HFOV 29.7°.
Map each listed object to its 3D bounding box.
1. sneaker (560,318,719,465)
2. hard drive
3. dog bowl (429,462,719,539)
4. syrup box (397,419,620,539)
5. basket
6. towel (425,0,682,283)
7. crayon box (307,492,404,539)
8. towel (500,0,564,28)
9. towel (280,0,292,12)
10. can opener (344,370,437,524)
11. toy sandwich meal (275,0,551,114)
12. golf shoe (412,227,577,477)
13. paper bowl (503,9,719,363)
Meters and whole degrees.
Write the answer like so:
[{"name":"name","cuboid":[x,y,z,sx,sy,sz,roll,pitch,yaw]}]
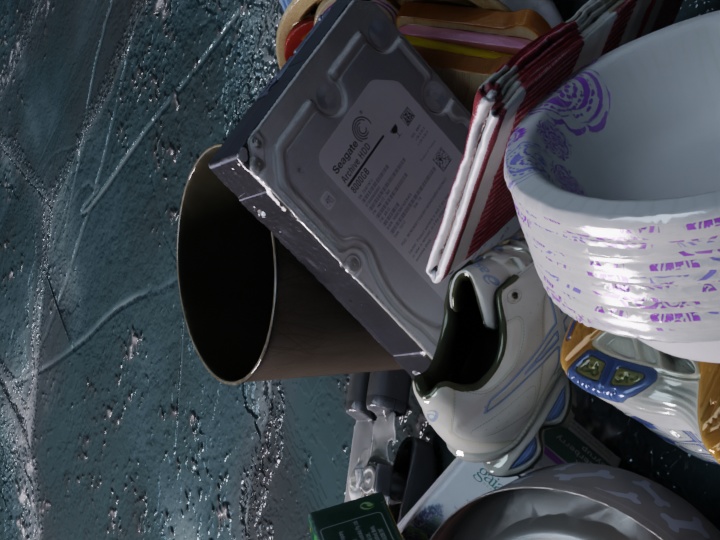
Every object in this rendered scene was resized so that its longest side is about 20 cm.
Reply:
[{"name":"sneaker","cuboid":[0.189,0.064,0.650,0.076,0.088,0.200,-58,38,0]},{"name":"hard drive","cuboid":[0.023,-0.043,0.795,0.038,0.200,0.140,-13,37,53]},{"name":"dog bowl","cuboid":[0.128,0.196,0.740,0.199,0.059,0.201,14,117,29]},{"name":"syrup box","cuboid":[0.070,0.170,0.858,0.079,0.081,0.200,40,126,6]},{"name":"basket","cuboid":[0.000,0.000,0.891,0.181,0.199,0.137,53,132,50]},{"name":"towel","cuboid":[0.110,-0.092,0.739,0.023,0.200,0.144,38,146,18]},{"name":"crayon box","cuboid":[0.022,0.251,0.797,0.126,0.051,0.201,-122,19,-66]},{"name":"towel","cuboid":[0.047,-0.203,0.913,0.147,0.024,0.201,-18,110,53]},{"name":"towel","cuboid":[-0.028,-0.230,0.907,0.111,0.049,0.201,0,121,44]},{"name":"can opener","cuboid":[0.026,0.094,0.991,0.053,0.067,0.201,-18,58,54]},{"name":"toy sandwich meal","cuboid":[0.036,-0.114,0.885,0.205,0.204,0.071,-34,33,49]},{"name":"golf shoe","cuboid":[0.095,0.009,0.744,0.078,0.097,0.201,10,69,43]},{"name":"paper bowl","cuboid":[0.172,-0.036,0.613,0.200,0.200,0.105,24,142,54]}]
